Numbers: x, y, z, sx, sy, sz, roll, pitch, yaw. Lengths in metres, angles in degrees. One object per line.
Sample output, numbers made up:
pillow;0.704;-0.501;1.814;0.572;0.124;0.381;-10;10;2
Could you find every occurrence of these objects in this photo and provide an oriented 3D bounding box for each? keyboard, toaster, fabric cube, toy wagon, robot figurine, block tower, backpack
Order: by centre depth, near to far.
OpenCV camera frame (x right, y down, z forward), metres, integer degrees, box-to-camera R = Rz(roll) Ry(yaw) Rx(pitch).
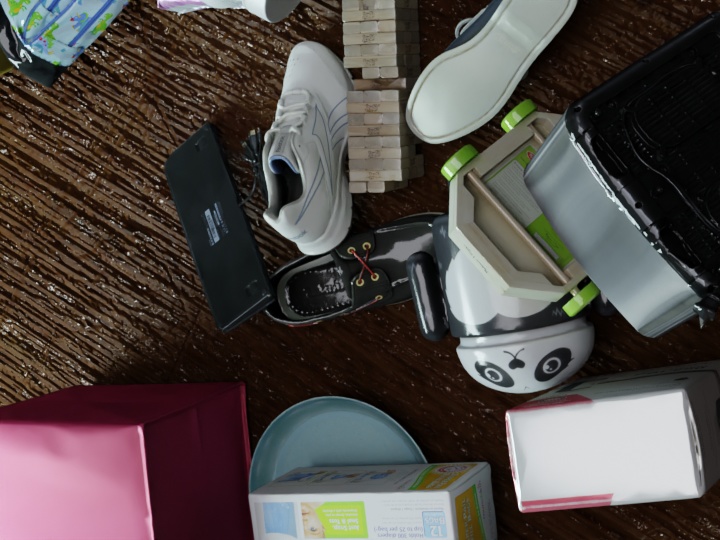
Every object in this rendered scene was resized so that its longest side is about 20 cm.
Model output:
toaster;0.240;-0.064;1.010;0.181;0.200;0.119;52;156;9
toy wagon;0.165;-0.063;1.079;0.155;0.200;0.040;49;157;6
robot figurine;0.128;0.004;1.145;0.150;0.125;0.200;-7;94;61
block tower;0.020;-0.172;1.213;0.054;0.058;0.200;1;99;25
keyboard;-0.119;-0.054;1.280;0.127;0.021;0.200;-36;63;30
backpack;-0.279;-0.305;1.298;0.200;0.154;0.163;-29;64;13
fabric cube;-0.232;0.218;1.305;0.199;0.200;0.197;-4;95;23

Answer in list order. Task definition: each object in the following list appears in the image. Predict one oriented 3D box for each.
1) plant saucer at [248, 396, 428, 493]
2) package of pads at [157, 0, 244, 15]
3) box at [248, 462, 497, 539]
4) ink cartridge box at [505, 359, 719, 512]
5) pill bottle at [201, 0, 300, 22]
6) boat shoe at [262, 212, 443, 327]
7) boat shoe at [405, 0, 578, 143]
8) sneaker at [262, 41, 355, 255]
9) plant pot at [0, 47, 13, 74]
plant saucer;-0.014;0.216;1.296;0.200;0.027;0.200;4;99;25
package of pads;-0.129;-0.338;1.248;0.120;0.076;0.200;3;99;20
box;0.015;0.239;1.215;0.200;0.101;0.113;-6;94;26
ink cartridge box;0.219;0.128;1.079;0.145;0.200;0.085;-10;87;26
pill bottle;-0.137;-0.296;1.156;0.200;0.112;0.112;32;109;13
boat shoe;0.001;0.003;1.243;0.201;0.063;0.074;-21;85;24
boat shoe;0.114;-0.190;1.160;0.075;0.062;0.200;38;120;-1
sneaker;-0.048;-0.118;1.220;0.074;0.087;0.200;-11;71;29
plant pot;-0.468;-0.249;1.354;0.200;0.176;0.200;-12;92;35
